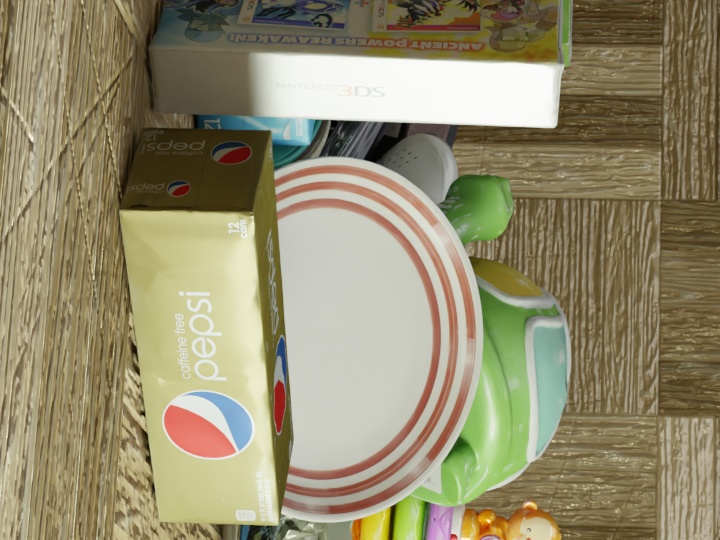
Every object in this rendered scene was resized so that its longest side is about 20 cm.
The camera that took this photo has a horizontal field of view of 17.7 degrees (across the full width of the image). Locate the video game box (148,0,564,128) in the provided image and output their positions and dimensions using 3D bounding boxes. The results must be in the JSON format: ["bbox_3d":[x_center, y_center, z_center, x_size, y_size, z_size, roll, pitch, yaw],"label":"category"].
[{"bbox_3d":[0.005,-0.143,1.172,0.182,0.200,0.047,-81,172,-53],"label":"video game box"}]

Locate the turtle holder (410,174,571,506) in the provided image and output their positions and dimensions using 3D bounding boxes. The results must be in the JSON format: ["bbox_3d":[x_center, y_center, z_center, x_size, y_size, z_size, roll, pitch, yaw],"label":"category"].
[{"bbox_3d":[0.056,0.044,1.411,0.132,0.141,0.186,-23,92,-40],"label":"turtle holder"}]

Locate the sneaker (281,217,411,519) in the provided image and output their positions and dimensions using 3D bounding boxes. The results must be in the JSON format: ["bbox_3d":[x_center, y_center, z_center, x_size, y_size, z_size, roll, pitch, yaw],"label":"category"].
[{"bbox_3d":[-0.036,0.041,1.347,0.200,0.074,0.089,-63,-166,9],"label":"sneaker"}]

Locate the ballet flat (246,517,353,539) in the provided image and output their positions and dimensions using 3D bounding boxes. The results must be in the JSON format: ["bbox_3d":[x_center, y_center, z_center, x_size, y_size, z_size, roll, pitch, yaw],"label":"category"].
[{"bbox_3d":[-0.042,0.197,1.338,0.074,0.074,0.200,83,14,-58],"label":"ballet flat"}]

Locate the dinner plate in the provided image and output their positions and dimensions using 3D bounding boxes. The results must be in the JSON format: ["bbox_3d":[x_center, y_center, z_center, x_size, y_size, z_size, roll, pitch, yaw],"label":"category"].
[{"bbox_3d":[-0.017,0.038,1.268,0.024,0.200,0.200,-2,-94,56],"label":"dinner plate"}]

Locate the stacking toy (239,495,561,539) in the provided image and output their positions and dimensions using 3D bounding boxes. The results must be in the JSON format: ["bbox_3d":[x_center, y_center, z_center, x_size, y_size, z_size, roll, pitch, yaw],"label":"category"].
[{"bbox_3d":[0.027,0.163,1.466,0.110,0.200,0.116,-62,157,-79],"label":"stacking toy"}]

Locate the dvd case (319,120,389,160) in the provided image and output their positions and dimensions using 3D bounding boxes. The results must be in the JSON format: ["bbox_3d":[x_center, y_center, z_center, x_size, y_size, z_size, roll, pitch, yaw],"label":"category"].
[{"bbox_3d":[-0.021,-0.049,1.399,0.149,0.016,0.200,-58,177,-8],"label":"dvd case"}]

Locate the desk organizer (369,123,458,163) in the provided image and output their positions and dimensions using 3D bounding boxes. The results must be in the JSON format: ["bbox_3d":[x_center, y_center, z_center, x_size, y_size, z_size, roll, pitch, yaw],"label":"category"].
[{"bbox_3d":[0.034,-0.048,1.553,0.072,0.077,0.200,17,-89,61],"label":"desk organizer"}]

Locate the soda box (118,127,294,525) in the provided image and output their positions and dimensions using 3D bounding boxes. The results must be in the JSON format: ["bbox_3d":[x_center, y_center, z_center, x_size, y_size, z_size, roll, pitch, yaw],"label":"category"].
[{"bbox_3d":[-0.071,0.030,1.117,0.068,0.064,0.200,-82,171,-51],"label":"soda box"}]

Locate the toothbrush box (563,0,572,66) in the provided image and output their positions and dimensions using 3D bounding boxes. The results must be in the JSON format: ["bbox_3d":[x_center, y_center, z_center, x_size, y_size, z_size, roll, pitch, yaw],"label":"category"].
[{"bbox_3d":[0.060,-0.231,1.730,0.086,0.200,0.146,47,45,-81],"label":"toothbrush box"}]

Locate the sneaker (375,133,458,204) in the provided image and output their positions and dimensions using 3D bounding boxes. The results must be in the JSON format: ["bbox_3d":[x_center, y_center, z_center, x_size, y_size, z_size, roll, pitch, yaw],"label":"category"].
[{"bbox_3d":[0.000,0.000,1.458,0.200,0.074,0.087,-59,170,-4],"label":"sneaker"}]

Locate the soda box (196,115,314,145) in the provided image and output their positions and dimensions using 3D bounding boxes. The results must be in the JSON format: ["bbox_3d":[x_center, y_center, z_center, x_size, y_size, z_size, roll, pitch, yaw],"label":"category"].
[{"bbox_3d":[-0.050,-0.156,1.306,0.200,0.064,0.068,-82,171,-49],"label":"soda box"}]

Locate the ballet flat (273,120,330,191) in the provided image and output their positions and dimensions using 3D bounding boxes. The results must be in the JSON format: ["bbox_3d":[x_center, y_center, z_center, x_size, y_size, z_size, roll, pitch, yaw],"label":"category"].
[{"bbox_3d":[-0.049,-0.092,1.335,0.200,0.067,0.062,-82,179,-50],"label":"ballet flat"}]

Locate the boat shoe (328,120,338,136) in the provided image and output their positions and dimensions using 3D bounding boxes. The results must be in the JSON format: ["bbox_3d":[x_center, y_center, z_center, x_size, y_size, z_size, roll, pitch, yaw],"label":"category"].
[{"bbox_3d":[-0.033,-0.076,1.504,0.073,0.062,0.200,-86,175,-51],"label":"boat shoe"}]
